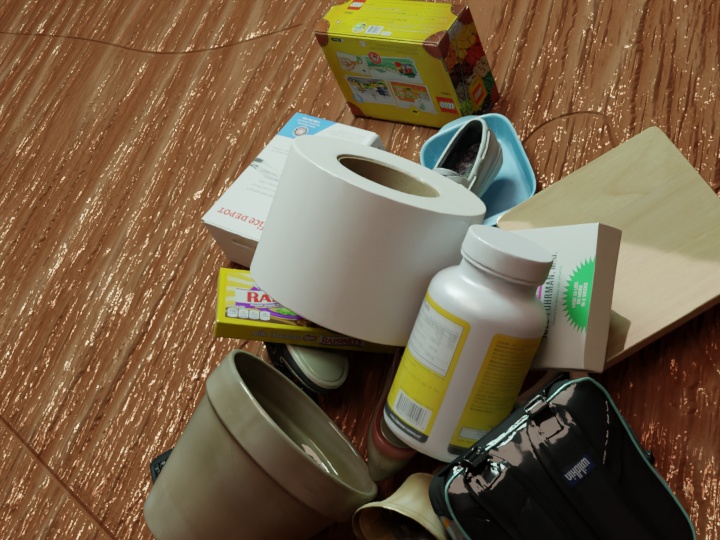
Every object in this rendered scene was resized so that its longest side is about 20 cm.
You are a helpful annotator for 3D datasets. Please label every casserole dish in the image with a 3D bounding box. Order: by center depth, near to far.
[{"bbox_3d":[0.142,-0.110,1.379,0.121,0.039,0.200,-22,45,7],"label":"casserole dish"}]

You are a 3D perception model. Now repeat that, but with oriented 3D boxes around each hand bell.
[{"bbox_3d":[0.085,0.189,1.112,0.104,0.104,0.200,8,43,32],"label":"hand bell"}]

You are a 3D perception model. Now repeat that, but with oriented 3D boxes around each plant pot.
[{"bbox_3d":[-0.111,0.207,1.126,0.174,0.200,0.200,-47,44,5],"label":"plant pot"}]

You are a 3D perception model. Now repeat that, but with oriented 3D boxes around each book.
[{"bbox_3d":[0.159,0.029,1.112,0.200,0.048,0.134,-5,73,54],"label":"book"}]

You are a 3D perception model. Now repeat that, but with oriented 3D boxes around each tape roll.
[{"bbox_3d":[0.006,-0.032,1.131,0.203,0.202,0.139,37,113,44],"label":"tape roll"}]

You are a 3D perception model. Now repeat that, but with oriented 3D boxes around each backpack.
[{"bbox_3d":[0.173,0.212,0.971,0.176,0.153,0.200,-38,81,-12],"label":"backpack"}]

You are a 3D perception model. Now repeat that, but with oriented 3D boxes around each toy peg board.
[{"bbox_3d":[0.279,-0.009,1.194,0.200,0.098,0.199,-31,59,-1],"label":"toy peg board"}]

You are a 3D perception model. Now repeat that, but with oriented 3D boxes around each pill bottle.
[{"bbox_3d":[0.102,0.066,1.049,0.112,0.112,0.200,37,114,44],"label":"pill bottle"}]

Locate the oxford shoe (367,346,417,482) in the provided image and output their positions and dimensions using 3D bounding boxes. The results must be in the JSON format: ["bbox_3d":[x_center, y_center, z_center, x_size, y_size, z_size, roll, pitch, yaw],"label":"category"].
[{"bbox_3d":[0.049,0.131,1.182,0.070,0.075,0.200,31,41,6],"label":"oxford shoe"}]

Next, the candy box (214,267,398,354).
[{"bbox_3d":[-0.058,0.044,1.268,0.199,0.026,0.102,6,32,-9],"label":"candy box"}]

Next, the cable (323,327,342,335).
[{"bbox_3d":[0.000,0.000,1.283,0.163,0.051,0.200,22,33,15],"label":"cable"}]

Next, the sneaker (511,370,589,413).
[{"bbox_3d":[0.155,0.164,1.082,0.075,0.089,0.200,14,58,34],"label":"sneaker"}]

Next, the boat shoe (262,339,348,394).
[{"bbox_3d":[-0.074,0.085,1.293,0.199,0.074,0.066,52,125,45],"label":"boat shoe"}]

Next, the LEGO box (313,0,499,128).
[{"bbox_3d":[0.059,-0.266,1.486,0.200,0.149,0.077,14,58,35],"label":"LEGO box"}]

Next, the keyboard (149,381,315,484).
[{"bbox_3d":[-0.138,0.188,1.246,0.200,0.040,0.104,-29,43,1],"label":"keyboard"}]

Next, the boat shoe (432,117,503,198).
[{"bbox_3d":[0.097,-0.091,1.306,0.070,0.072,0.201,10,56,35],"label":"boat shoe"}]

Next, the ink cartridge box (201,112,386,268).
[{"bbox_3d":[-0.075,-0.091,1.438,0.146,0.086,0.200,20,63,39],"label":"ink cartridge box"}]
